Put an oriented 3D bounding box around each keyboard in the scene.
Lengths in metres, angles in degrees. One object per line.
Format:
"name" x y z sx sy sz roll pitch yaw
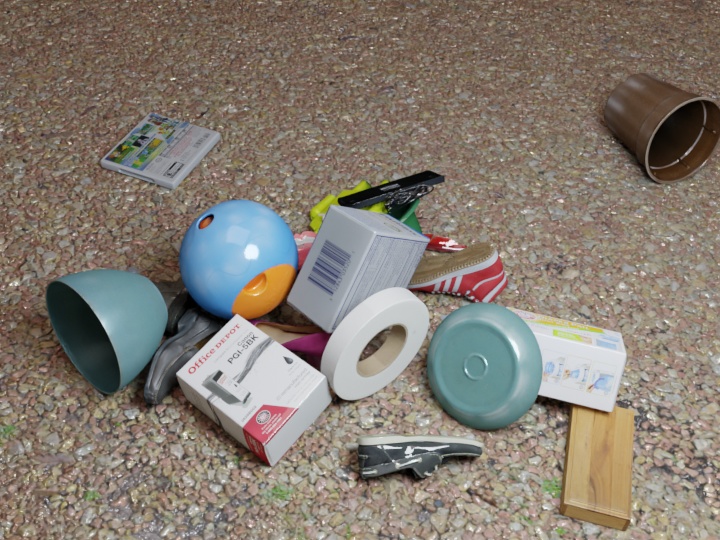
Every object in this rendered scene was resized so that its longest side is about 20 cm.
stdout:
"keyboard" 0.062 -0.138 1.577 0.198 0.040 0.104 -19 21 -12

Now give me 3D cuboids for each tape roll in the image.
"tape roll" 0.026 0.117 1.332 0.202 0.204 0.037 -29 52 -29

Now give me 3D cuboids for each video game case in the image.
"video game case" -0.431 -0.262 1.818 0.181 0.022 0.201 18 47 14

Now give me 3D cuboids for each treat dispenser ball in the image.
"treat dispenser ball" -0.204 -0.018 1.410 0.199 0.202 0.202 2 44 -2

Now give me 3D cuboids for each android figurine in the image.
"android figurine" -0.021 -0.114 1.642 0.181 0.041 0.200 5 39 43

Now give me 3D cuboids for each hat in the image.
"hat" 0.095 -0.027 1.609 0.199 0.177 0.166 -25 19 34

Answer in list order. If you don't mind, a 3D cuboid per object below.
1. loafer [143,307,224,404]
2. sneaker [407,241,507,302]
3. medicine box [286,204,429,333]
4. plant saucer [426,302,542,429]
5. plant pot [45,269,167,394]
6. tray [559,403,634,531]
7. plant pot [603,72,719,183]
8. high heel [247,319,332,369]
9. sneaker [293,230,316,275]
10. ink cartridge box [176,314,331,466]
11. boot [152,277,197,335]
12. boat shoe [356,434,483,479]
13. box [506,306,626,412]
"loafer" -0.289 0.143 1.380 0.072 0.073 0.201 18 47 8
"sneaker" 0.173 0.023 1.544 0.199 0.113 0.072 -15 40 25
"medicine box" 0.000 0.000 1.408 0.103 0.183 0.199 32 14 27
"plant saucer" 0.186 0.151 1.321 0.199 0.201 0.036 34 15 28
"plant pot" -0.393 0.078 1.353 0.199 0.201 0.134 33 46 27
"tray" 0.367 0.292 1.293 0.098 0.037 0.201 12 46 9
"plant pot" 0.653 -0.328 1.842 0.199 0.202 0.199 -13 40 -16
"high heel" -0.134 0.099 1.413 0.198 0.097 0.068 14 46 11
"sneaker" -0.160 -0.007 1.540 0.198 0.074 0.087 -17 74 -8
"ink cartridge box" -0.168 0.184 1.319 0.199 0.083 0.147 31 62 26
"boot" -0.343 0.029 1.499 0.130 0.068 0.201 12 43 17
"boat shoe" 0.091 0.283 1.278 0.198 0.072 0.068 1 80 -12
"box" 0.319 0.142 1.369 0.198 0.102 0.113 13 16 9
